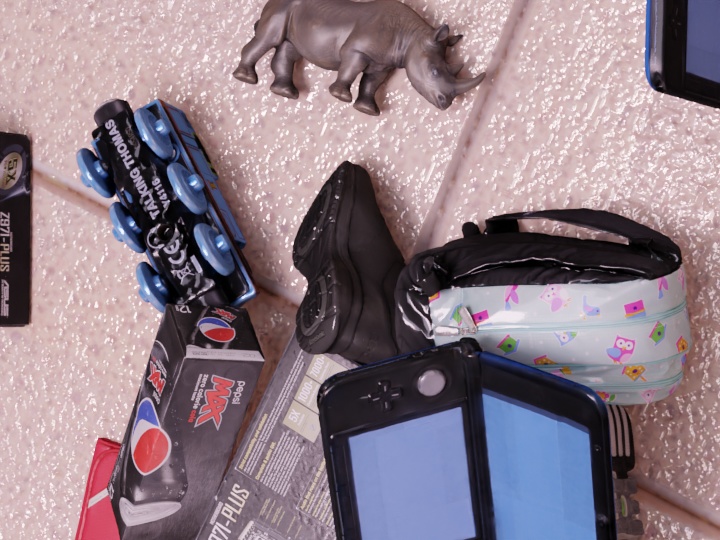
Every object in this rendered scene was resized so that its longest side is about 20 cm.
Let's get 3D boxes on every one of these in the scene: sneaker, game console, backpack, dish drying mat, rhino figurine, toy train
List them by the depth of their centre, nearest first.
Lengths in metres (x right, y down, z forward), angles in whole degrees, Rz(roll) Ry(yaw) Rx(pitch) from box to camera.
[{"bbox_3d":[0.277,-0.201,1.538,0.118,0.200,0.172,1,90,26],"label":"game console"},{"bbox_3d":[0.075,0.162,1.558,0.170,0.118,0.201,-15,120,-12],"label":"game console"},{"bbox_3d":[0.141,0.031,1.636,0.199,0.167,0.127,1,109,23],"label":"backpack"},{"bbox_3d":[0.147,0.198,1.669,0.115,0.075,0.201,-9,75,30],"label":"sneaker"},{"bbox_3d":[0.000,0.000,1.711,0.076,0.090,0.201,-52,26,39],"label":"sneaker"},{"bbox_3d":[0.004,-0.169,1.746,0.199,0.060,0.088,13,84,22],"label":"rhino figurine"},{"bbox_3d":[-0.147,-0.045,1.785,0.086,0.114,0.201,-32,75,14],"label":"toy train"},{"bbox_3d":[-0.207,0.244,1.860,0.076,0.018,0.201,15,95,24],"label":"dish drying mat"}]

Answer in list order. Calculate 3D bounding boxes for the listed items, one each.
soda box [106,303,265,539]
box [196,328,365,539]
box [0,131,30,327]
[{"bbox_3d":[-0.138,0.121,1.750,0.063,0.070,0.201,-114,36,-46],"label":"soda box"},{"bbox_3d":[-0.010,0.168,1.720,0.163,0.086,0.201,29,101,22],"label":"box"},{"bbox_3d":[-0.383,-0.034,1.914,0.199,0.086,0.165,-1,88,26],"label":"box"}]
